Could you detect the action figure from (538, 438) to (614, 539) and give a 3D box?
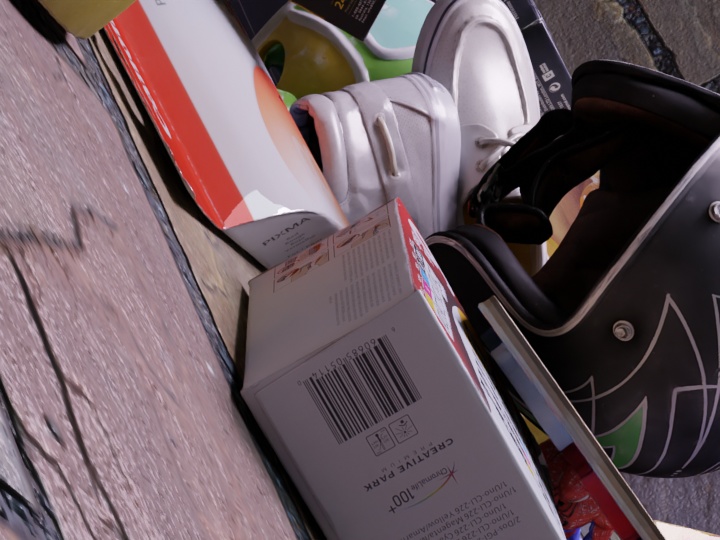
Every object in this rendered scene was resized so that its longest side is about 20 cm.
[{"bbox_3d":[0.100,0.133,1.448,0.065,0.052,0.200,46,-20,10],"label":"action figure"}]

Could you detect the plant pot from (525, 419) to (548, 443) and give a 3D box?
[{"bbox_3d":[0.092,0.030,1.648,0.142,0.200,0.201,-4,61,-54],"label":"plant pot"}]

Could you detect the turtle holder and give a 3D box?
[{"bbox_3d":[-0.010,-0.087,1.550,0.132,0.185,0.141,48,-31,3],"label":"turtle holder"}]

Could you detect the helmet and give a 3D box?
[{"bbox_3d":[0.146,0.006,1.339,0.190,0.200,0.200,26,-18,37],"label":"helmet"}]

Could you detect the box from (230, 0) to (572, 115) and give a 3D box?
[{"bbox_3d":[0.018,-0.146,1.733,0.104,0.181,0.201,56,7,-49],"label":"box"}]

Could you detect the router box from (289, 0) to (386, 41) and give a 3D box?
[{"bbox_3d":[-0.065,-0.191,1.417,0.157,0.052,0.200,28,8,-12],"label":"router box"}]

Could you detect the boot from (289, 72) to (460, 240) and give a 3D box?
[{"bbox_3d":[0.000,0.000,1.432,0.073,0.095,0.202,13,-72,55],"label":"boot"}]

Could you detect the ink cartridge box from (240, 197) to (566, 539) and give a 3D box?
[{"bbox_3d":[0.028,0.079,1.160,0.176,0.084,0.200,60,5,-12],"label":"ink cartridge box"}]

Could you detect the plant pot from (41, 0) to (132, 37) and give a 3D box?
[{"bbox_3d":[-0.101,-0.216,1.099,0.201,0.141,0.200,60,5,-8],"label":"plant pot"}]

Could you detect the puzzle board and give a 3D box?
[{"bbox_3d":[0.110,0.099,1.207,0.201,0.017,0.151,55,1,3],"label":"puzzle board"}]

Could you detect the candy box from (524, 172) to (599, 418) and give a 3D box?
[{"bbox_3d":[0.097,0.011,1.534,0.116,0.199,0.055,60,-6,-2],"label":"candy box"}]

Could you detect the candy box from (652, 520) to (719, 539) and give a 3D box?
[{"bbox_3d":[0.188,0.238,1.397,0.116,0.056,0.201,16,53,-26],"label":"candy box"}]

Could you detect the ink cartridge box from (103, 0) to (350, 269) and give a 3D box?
[{"bbox_3d":[-0.073,-0.090,1.291,0.163,0.050,0.200,62,2,15],"label":"ink cartridge box"}]

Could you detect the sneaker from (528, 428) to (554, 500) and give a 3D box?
[{"bbox_3d":[0.068,0.142,1.385,0.201,0.077,0.089,65,-9,-8],"label":"sneaker"}]

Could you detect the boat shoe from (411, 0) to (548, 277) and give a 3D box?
[{"bbox_3d":[0.071,-0.050,1.458,0.070,0.070,0.202,-172,-100,-69],"label":"boat shoe"}]
